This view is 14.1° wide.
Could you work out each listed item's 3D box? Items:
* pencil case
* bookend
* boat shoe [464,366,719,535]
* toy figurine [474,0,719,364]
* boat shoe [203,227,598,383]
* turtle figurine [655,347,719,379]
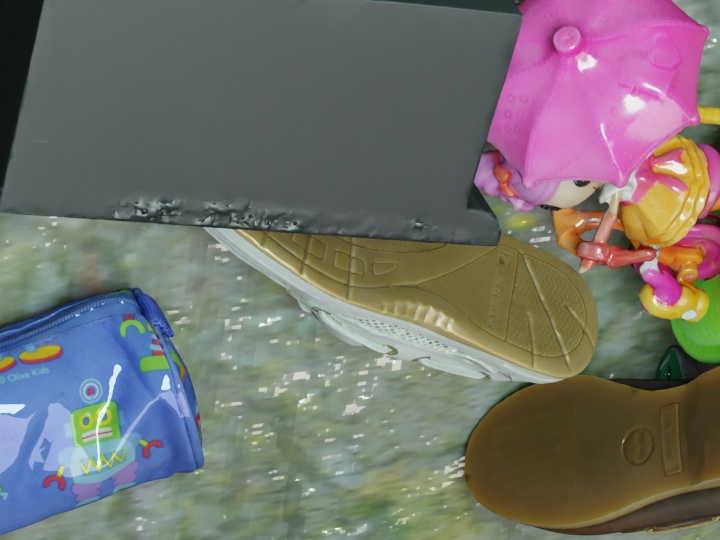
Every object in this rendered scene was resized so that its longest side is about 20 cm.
[{"bbox_3d":[-0.162,0.065,1.150,0.199,0.078,0.087,-16,128,-15],"label":"pencil case"},{"bbox_3d":[-0.029,-0.121,1.051,0.198,0.092,0.201,3,120,-22],"label":"bookend"},{"bbox_3d":[0.137,0.081,1.256,0.070,0.199,0.071,23,68,-43],"label":"boat shoe"},{"bbox_3d":[0.118,-0.050,1.171,0.183,0.151,0.200,16,144,-28],"label":"toy figurine"},{"bbox_3d":[0.000,0.000,1.186,0.200,0.071,0.069,29,150,-22],"label":"boat shoe"},{"bbox_3d":[0.242,0.052,1.322,0.199,0.101,0.150,13,103,-16],"label":"turtle figurine"}]
